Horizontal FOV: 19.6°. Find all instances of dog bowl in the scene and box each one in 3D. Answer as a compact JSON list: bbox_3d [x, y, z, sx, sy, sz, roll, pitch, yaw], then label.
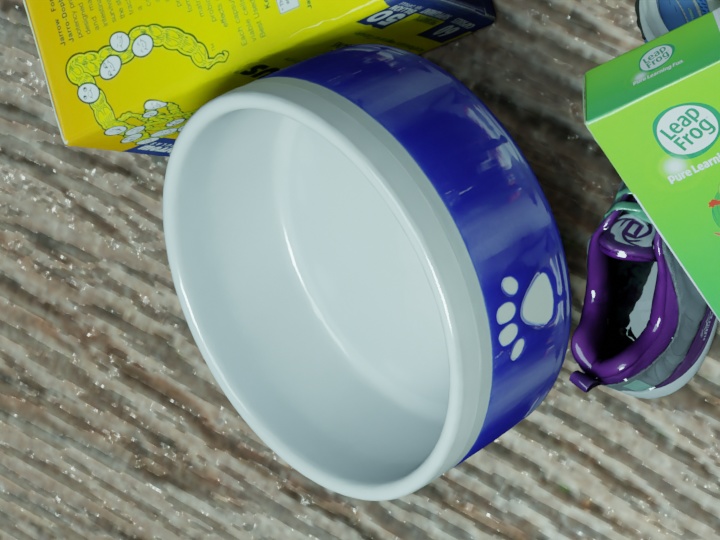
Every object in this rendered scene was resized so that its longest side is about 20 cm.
[{"bbox_3d":[0.000,0.000,0.966,0.200,0.079,0.201,30,133,37],"label":"dog bowl"}]

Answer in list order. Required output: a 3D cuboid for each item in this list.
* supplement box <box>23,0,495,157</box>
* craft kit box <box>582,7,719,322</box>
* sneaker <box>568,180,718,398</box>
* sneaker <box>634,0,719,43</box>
[{"bbox_3d":[-0.053,-0.142,1.027,0.199,0.109,0.110,-21,80,24],"label":"supplement box"},{"bbox_3d":[0.225,-0.042,0.863,0.199,0.049,0.198,-25,119,23],"label":"craft kit box"},{"bbox_3d":[0.147,-0.036,0.941,0.074,0.087,0.201,17,97,25],"label":"sneaker"},{"bbox_3d":[0.213,-0.084,0.892,0.199,0.077,0.076,23,81,2],"label":"sneaker"}]
